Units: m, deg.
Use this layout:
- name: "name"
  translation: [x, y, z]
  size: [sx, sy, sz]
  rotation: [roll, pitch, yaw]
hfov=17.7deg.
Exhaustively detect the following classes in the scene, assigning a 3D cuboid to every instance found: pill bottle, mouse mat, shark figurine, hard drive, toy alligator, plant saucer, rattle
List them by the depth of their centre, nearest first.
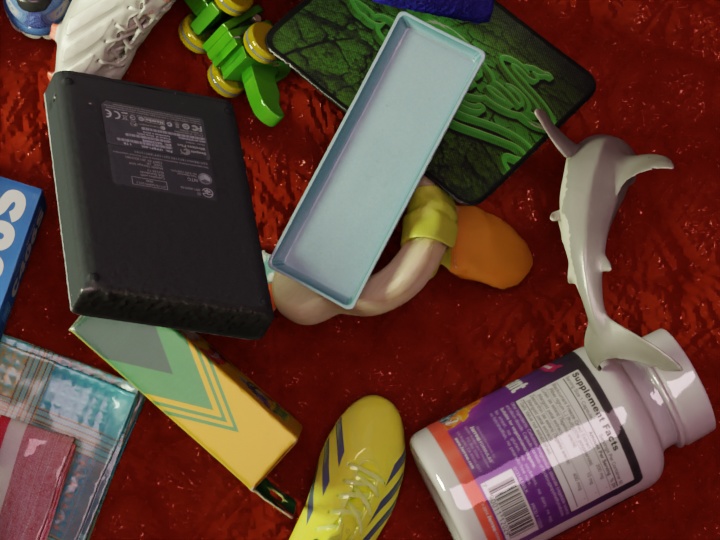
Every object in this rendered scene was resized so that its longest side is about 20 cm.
- name: "shark figurine"
  translation: [0.178, -0.039, 1.587]
  size: [0.089, 0.128, 0.215]
  rotation: [-17, 44, 24]
- name: "hard drive"
  translation: [-0.140, -0.046, 1.590]
  size: [0.139, 0.033, 0.200]
  rotation: [9, 46, -25]
- name: "plant saucer"
  translation: [0.012, -0.075, 1.591]
  size: [0.070, 0.019, 0.201]
  rotation: [28, 89, 13]
- name: "pill bottle"
  translation: [0.145, 0.122, 1.632]
  size: [0.199, 0.111, 0.112]
  rotation: [-27, 88, -5]
- name: "mouse mat"
  translation: [0.051, -0.149, 1.647]
  size: [0.200, 0.008, 0.161]
  rotation: [40, 59, 11]
- name: "toy alligator"
  translation: [-0.101, -0.194, 1.674]
  size: [0.054, 0.059, 0.200]
  rotation: [-23, 77, -49]
- name: "rattle"
  translation: [0.000, 0.000, 1.675]
  size: [0.200, 0.143, 0.130]
  rotation: [-37, 70, 19]

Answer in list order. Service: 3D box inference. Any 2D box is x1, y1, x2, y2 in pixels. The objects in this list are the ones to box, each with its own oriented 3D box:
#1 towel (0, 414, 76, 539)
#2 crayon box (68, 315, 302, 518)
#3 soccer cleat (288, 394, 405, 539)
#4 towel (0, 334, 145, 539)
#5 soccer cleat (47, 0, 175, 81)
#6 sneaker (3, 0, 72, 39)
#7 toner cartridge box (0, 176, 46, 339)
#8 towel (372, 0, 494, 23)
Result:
- name: "towel"
  translation: [-0.316, 0.158, 1.630]
  size: [0.199, 0.023, 0.145]
  rotation: [17, 85, 0]
- name: "crayon box"
  translation: [-0.107, 0.087, 1.612]
  size: [0.200, 0.127, 0.051]
  rotation: [42, 90, -1]
- name: "soccer cleat"
  translation: [-0.017, 0.184, 1.632]
  size: [0.065, 0.084, 0.201]
  rotation: [24, 85, -1]
- name: "towel"
  translation: [-0.271, 0.118, 1.654]
  size: [0.199, 0.022, 0.147]
  rotation: [21, 85, -1]
- name: "soccer cleat"
  translation: [-0.162, -0.195, 1.634]
  size: [0.077, 0.069, 0.201]
  rotation: [26, 105, 20]
- name: "sneaker"
  translation: [-0.222, -0.270, 1.649]
  size: [0.078, 0.089, 0.201]
  rotation: [1, 86, -4]
- name: "toner cartridge box"
  translation: [-0.298, 0.025, 1.627]
  size: [0.095, 0.043, 0.201]
  rotation: [16, 74, 2]
- name: "towel"
  translation: [-0.010, -0.235, 1.613]
  size: [0.199, 0.050, 0.148]
  rotation: [7, 46, -35]
